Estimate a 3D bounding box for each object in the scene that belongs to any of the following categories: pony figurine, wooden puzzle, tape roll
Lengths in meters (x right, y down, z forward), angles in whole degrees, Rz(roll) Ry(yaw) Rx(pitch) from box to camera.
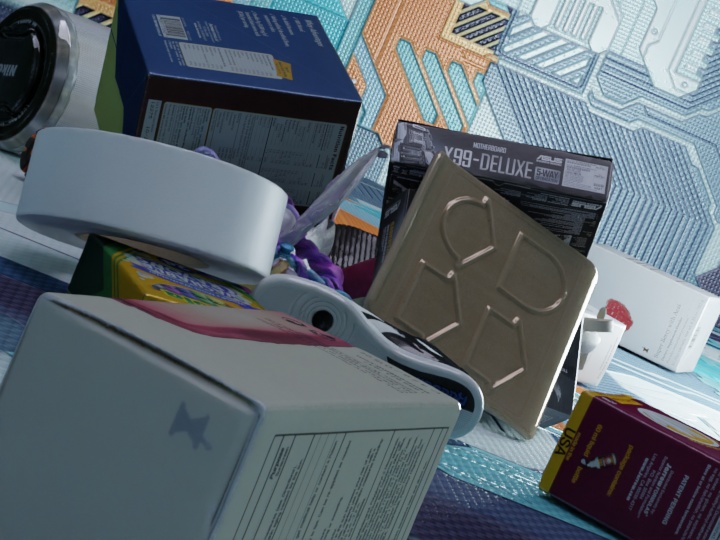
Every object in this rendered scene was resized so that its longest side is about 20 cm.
[{"bbox_3d":[-0.075,-0.030,1.551,0.200,0.167,0.193,26,50,1],"label":"pony figurine"},{"bbox_3d":[0.100,0.023,1.559,0.200,0.185,0.046,37,-31,-18],"label":"wooden puzzle"},{"bbox_3d":[-0.160,-0.047,1.387,0.202,0.071,0.202,12,-8,2],"label":"tape roll"}]

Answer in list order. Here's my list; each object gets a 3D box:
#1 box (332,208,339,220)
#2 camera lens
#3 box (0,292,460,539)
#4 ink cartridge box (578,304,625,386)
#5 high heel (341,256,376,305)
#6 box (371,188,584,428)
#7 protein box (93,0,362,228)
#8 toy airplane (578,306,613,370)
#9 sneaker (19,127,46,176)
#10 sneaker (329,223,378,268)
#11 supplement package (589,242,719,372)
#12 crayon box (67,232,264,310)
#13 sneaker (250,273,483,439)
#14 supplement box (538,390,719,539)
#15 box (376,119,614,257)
[{"bbox_3d":[-0.103,-0.057,1.843,0.095,0.100,0.200,21,7,-20],"label":"box"},{"bbox_3d":[-0.301,-0.187,1.936,0.200,0.160,0.160,17,9,-44],"label":"camera lens"},{"bbox_3d":[-0.061,0.089,0.749,0.109,0.128,0.200,26,7,24],"label":"box"},{"bbox_3d":[0.174,0.050,2.022,0.200,0.085,0.146,20,7,-40],"label":"ink cartridge box"},{"bbox_3d":[0.000,0.000,1.769,0.067,0.096,0.200,20,8,-25],"label":"high heel"},{"bbox_3d":[0.105,0.035,1.610,0.200,0.159,0.048,21,-28,-22],"label":"box"},{"bbox_3d":[-0.128,-0.154,1.682,0.200,0.135,0.199,6,29,-20],"label":"protein box"},{"bbox_3d":[0.139,0.050,1.779,0.199,0.141,0.200,-11,17,-3],"label":"toy airplane"},{"bbox_3d":[-0.232,-0.084,1.750,0.200,0.075,0.078,28,5,24],"label":"sneaker"},{"bbox_3d":[0.015,0.009,1.907,0.200,0.089,0.074,11,43,2],"label":"sneaker"},{"bbox_3d":[0.405,0.053,2.615,0.200,0.121,0.120,26,8,21],"label":"supplement package"},{"bbox_3d":[-0.121,0.038,1.266,0.126,0.052,0.200,20,8,-25],"label":"crayon box"},{"bbox_3d":[-0.002,0.066,1.412,0.200,0.073,0.112,31,3,-7],"label":"sneaker"},{"bbox_3d":[0.249,0.170,1.341,0.200,0.086,0.110,27,7,26],"label":"supplement box"},{"bbox_3d":[0.120,-0.059,1.662,0.200,0.050,0.158,10,-29,2],"label":"box"}]
